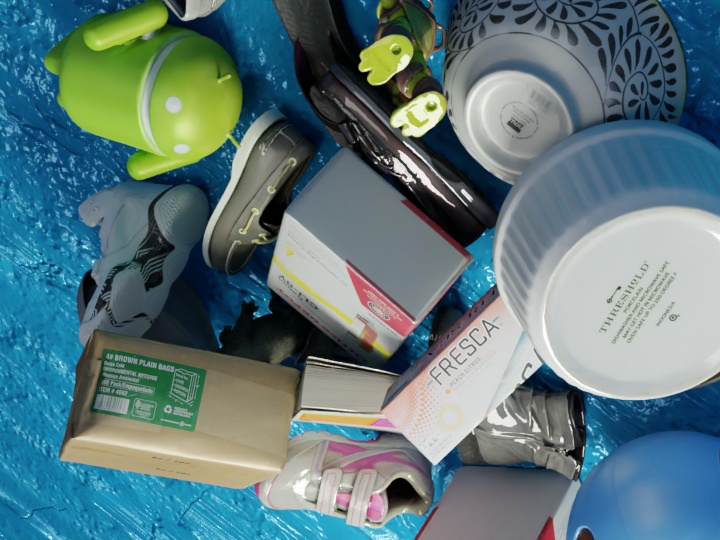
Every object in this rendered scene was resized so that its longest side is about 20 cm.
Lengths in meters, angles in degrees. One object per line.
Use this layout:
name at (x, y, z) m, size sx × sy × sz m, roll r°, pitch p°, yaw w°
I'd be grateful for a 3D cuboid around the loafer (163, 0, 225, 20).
loafer at (-0.180, -0.309, 0.935) m, size 0.070 × 0.070 × 0.201 m, roll -19°, pitch 110°, yaw 42°

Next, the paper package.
paper package at (-0.177, 0.139, 1.055) m, size 0.198 × 0.104 × 0.191 m, roll 13°, pitch 161°, yaw -15°

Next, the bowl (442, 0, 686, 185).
bowl at (0.137, -0.130, 0.836) m, size 0.199 × 0.094 × 0.202 m, roll 18°, pitch 132°, yaw 22°

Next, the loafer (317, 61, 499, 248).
loafer at (0.033, -0.088, 0.924) m, size 0.200 × 0.072 × 0.063 m, roll 41°, pitch 103°, yaw -20°

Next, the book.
book at (0.003, 0.131, 1.065) m, size 0.132 × 0.048 × 0.200 m, roll 8°, pitch 166°, yaw -5°

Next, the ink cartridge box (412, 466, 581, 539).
ink cartridge box at (0.164, 0.325, 1.124) m, size 0.144 × 0.145 × 0.201 m, roll -6°, pitch 118°, yaw 37°

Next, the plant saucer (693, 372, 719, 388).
plant saucer at (0.237, 0.012, 0.919) m, size 0.199 × 0.032 × 0.201 m, roll 18°, pitch 130°, yaw 23°

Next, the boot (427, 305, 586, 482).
boot at (0.146, 0.114, 1.044) m, size 0.131 × 0.070 × 0.201 m, roll 2°, pitch 134°, yaw 30°

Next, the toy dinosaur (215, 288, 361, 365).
toy dinosaur at (-0.103, 0.072, 1.127) m, size 0.198 × 0.102 × 0.078 m, roll -10°, pitch 115°, yaw -2°

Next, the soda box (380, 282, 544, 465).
soda box at (0.108, 0.066, 0.915) m, size 0.068 × 0.064 × 0.200 m, roll 44°, pitch 104°, yaw -3°

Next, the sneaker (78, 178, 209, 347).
sneaker at (-0.248, -0.012, 1.132) m, size 0.114 × 0.201 × 0.075 m, roll 17°, pitch 157°, yaw 31°

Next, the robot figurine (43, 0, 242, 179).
robot figurine at (-0.195, -0.171, 1.016) m, size 0.199 × 0.116 × 0.176 m, roll 19°, pitch 139°, yaw 24°

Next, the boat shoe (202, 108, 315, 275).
boat shoe at (-0.099, -0.062, 1.066) m, size 0.060 × 0.072 × 0.202 m, roll 37°, pitch 132°, yaw 12°

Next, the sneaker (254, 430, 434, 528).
sneaker at (-0.009, 0.218, 1.131) m, size 0.198 × 0.088 × 0.082 m, roll -4°, pitch 118°, yaw -15°

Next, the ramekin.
ramekin at (0.199, 0.002, 0.791) m, size 0.200 × 0.094 × 0.204 m, roll -1°, pitch 121°, yaw -2°

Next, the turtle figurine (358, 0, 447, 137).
turtle figurine at (0.036, -0.173, 0.852) m, size 0.064 × 0.162 × 0.201 m, roll -14°, pitch 127°, yaw 8°

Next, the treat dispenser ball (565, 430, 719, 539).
treat dispenser ball at (0.277, 0.239, 0.941) m, size 0.200 × 0.201 × 0.202 m, roll 18°, pitch 131°, yaw 22°

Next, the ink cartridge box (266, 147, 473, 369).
ink cartridge box at (0.000, 0.000, 0.982) m, size 0.145 × 0.084 × 0.200 m, roll 40°, pitch 161°, yaw 4°

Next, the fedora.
fedora at (-0.220, 0.068, 1.211) m, size 0.090 × 0.177 × 0.201 m, roll -31°, pitch 98°, yaw 15°

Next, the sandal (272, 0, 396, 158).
sandal at (-0.030, -0.172, 0.951) m, size 0.075 × 0.048 × 0.201 m, roll -12°, pitch 115°, yaw 40°
